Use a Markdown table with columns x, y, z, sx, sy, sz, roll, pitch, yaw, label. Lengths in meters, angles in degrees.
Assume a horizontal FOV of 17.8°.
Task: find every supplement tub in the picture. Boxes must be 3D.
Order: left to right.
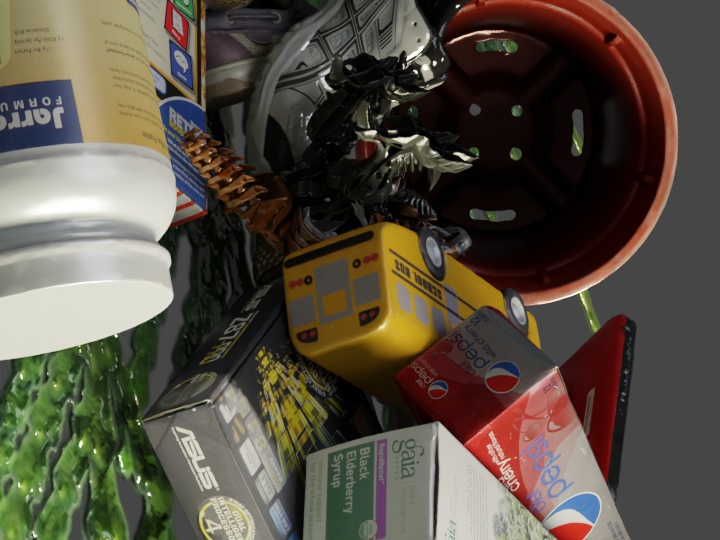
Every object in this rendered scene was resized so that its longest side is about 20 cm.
| x | y | z | sx | sy | sz | roll | pitch | yaw | label |
| --- | --- | --- | --- | --- | --- | --- | --- | --- | --- |
| -0.163 | -0.071 | 1.044 | 0.144 | 0.144 | 0.202 | 12 | 62 | -62 | supplement tub |

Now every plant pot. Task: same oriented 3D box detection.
| x | y | z | sx | sy | sz | roll | pitch | yaw | label |
| --- | --- | --- | --- | --- | --- | --- | --- | --- | --- |
| 0.095 | -0.087 | 1.506 | 0.195 | 0.199 | 0.202 | -93 | 162 | -85 | plant pot |

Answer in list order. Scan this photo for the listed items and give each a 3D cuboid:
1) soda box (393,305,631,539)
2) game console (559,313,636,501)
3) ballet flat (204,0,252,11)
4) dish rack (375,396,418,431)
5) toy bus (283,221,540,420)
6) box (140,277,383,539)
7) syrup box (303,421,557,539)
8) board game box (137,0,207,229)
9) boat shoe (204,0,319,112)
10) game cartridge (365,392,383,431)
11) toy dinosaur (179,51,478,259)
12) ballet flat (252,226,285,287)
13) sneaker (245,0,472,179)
| x | y | z | sx | sy | sz | roll | pitch | yaw | label |
| --- | --- | --- | --- | --- | --- | --- | --- | --- | --- |
| 0.086 | 0.106 | 1.266 | 0.063 | 0.070 | 0.200 | 46 | -10 | 37 | soda box |
| 0.167 | 0.164 | 1.599 | 0.118 | 0.172 | 0.201 | 32 | 37 | -14 | game console |
| -0.063 | -0.239 | 1.360 | 0.067 | 0.046 | 0.201 | 50 | 36 | -47 | ballet flat |
| 0.057 | 0.137 | 1.422 | 0.200 | 0.043 | 0.173 | 55 | 21 | -58 | dish rack |
| 0.034 | 0.034 | 1.277 | 0.200 | 0.065 | 0.079 | 33 | 43 | -55 | toy bus |
| -0.030 | 0.123 | 1.214 | 0.201 | 0.049 | 0.161 | 66 | 27 | -15 | box |
| 0.050 | 0.163 | 1.201 | 0.200 | 0.081 | 0.079 | 45 | 37 | -46 | syrup box |
| -0.142 | -0.141 | 1.251 | 0.151 | 0.046 | 0.201 | 41 | 38 | -47 | board game box |
| -0.053 | -0.144 | 1.410 | 0.200 | 0.071 | 0.065 | -27 | 102 | -59 | boat shoe |
| -0.029 | 0.131 | 1.309 | 0.200 | 0.041 | 0.134 | -12 | 88 | -65 | game cartridge |
| -0.009 | -0.040 | 1.282 | 0.102 | 0.136 | 0.199 | 47 | 24 | 26 | toy dinosaur |
| 0.000 | 0.000 | 1.420 | 0.200 | 0.070 | 0.066 | 31 | 43 | -57 | ballet flat |
| 0.004 | -0.119 | 1.345 | 0.201 | 0.087 | 0.076 | -63 | 150 | -20 | sneaker |
